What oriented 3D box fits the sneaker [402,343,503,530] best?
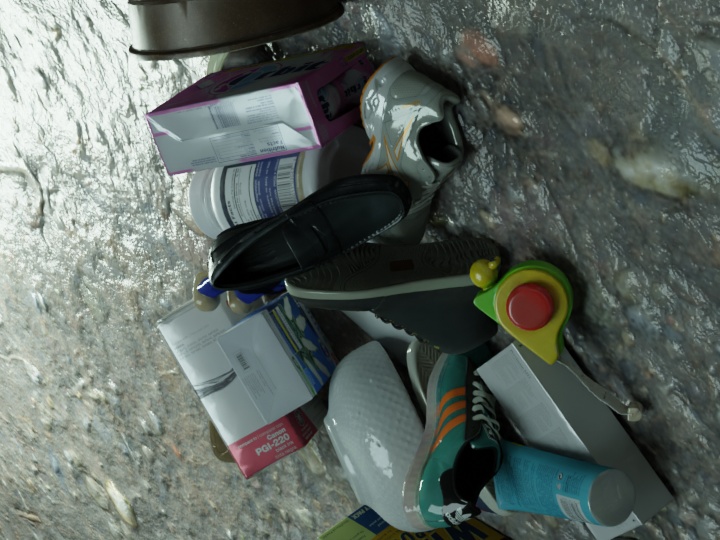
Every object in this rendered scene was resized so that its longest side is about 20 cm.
[{"bbox_3d":[0.104,0.151,1.587,0.080,0.200,0.071,-10,143,39],"label":"sneaker"}]

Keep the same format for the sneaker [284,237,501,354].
[{"bbox_3d":[0.033,0.034,1.574,0.075,0.200,0.106,-88,-6,-50],"label":"sneaker"}]

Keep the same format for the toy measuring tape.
[{"bbox_3d":[0.184,0.049,1.490,0.200,0.074,0.074,37,147,2],"label":"toy measuring tape"}]

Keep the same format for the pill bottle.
[{"bbox_3d":[-0.075,-0.078,1.654,0.200,0.111,0.111,-5,113,45],"label":"pill bottle"}]

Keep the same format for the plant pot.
[{"bbox_3d":[-0.130,-0.306,1.499,0.200,0.200,0.198,12,119,50],"label":"plant pot"}]

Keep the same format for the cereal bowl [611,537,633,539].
[{"bbox_3d":[0.263,0.362,1.619,0.200,0.083,0.200,35,142,32],"label":"cereal bowl"}]

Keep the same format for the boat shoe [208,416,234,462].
[{"bbox_3d":[-0.156,0.136,2.028,0.065,0.072,0.200,-105,11,-59],"label":"boat shoe"}]

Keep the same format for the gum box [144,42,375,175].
[{"bbox_3d":[-0.087,-0.153,1.581,0.200,0.114,0.066,-7,112,36],"label":"gum box"}]

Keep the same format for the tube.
[{"bbox_3d":[0.171,0.195,1.543,0.200,0.050,0.077,2,100,62],"label":"tube"}]

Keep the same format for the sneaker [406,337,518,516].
[{"bbox_3d":[0.093,0.158,1.690,0.200,0.075,0.085,63,153,-2],"label":"sneaker"}]

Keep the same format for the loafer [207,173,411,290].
[{"bbox_3d":[-0.047,-0.029,1.527,0.201,0.070,0.068,-20,119,17],"label":"loafer"}]

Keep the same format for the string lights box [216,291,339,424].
[{"bbox_3d":[-0.084,0.087,1.778,0.103,0.059,0.200,59,-170,-3],"label":"string lights box"}]

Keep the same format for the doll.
[{"bbox_3d":[-0.087,0.004,1.673,0.200,0.136,0.048,-20,70,58],"label":"doll"}]

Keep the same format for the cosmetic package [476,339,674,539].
[{"bbox_3d":[0.197,0.149,1.555,0.200,0.051,0.083,55,153,5],"label":"cosmetic package"}]

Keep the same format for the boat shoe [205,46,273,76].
[{"bbox_3d":[-0.124,-0.151,1.725,0.065,0.073,0.200,44,146,32],"label":"boat shoe"}]

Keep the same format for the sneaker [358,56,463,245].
[{"bbox_3d":[0.051,-0.090,1.535,0.092,0.076,0.200,29,140,33],"label":"sneaker"}]

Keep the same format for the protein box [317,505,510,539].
[{"bbox_3d":[0.079,0.371,1.835,0.200,0.135,0.199,26,136,41],"label":"protein box"}]

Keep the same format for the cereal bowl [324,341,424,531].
[{"bbox_3d":[0.020,0.179,1.718,0.200,0.083,0.200,156,90,-84],"label":"cereal bowl"}]

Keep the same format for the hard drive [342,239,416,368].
[{"bbox_3d":[0.000,0.000,1.726,0.200,0.026,0.132,40,144,27],"label":"hard drive"}]

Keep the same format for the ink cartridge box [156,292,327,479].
[{"bbox_3d":[-0.129,0.113,1.885,0.200,0.085,0.146,58,-166,-3],"label":"ink cartridge box"}]
